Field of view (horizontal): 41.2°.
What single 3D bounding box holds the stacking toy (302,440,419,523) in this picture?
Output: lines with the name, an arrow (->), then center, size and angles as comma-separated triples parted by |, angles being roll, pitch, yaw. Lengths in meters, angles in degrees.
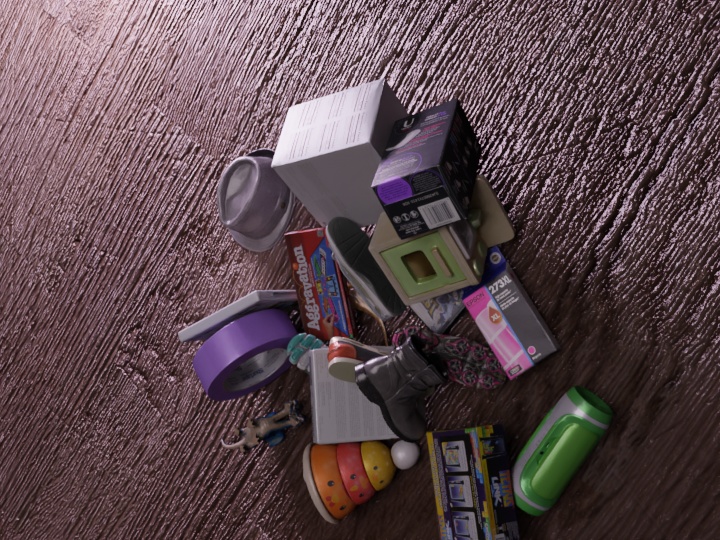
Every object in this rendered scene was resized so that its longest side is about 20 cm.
stacking toy -> 0.010, 0.341, 1.670 | 0.198, 0.146, 0.148 | -24, 73, 12

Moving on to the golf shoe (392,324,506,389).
golf shoe -> 0.152, 0.144, 1.612 | 0.197, 0.092, 0.074 | 21, 84, 10

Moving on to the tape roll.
tape roll -> -0.205, 0.156, 1.761 | 0.200, 0.199, 0.066 | -44, 66, 22

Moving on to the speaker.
speaker -> 0.307, 0.281, 1.492 | 0.088, 0.088, 0.201 | 40, 107, 28

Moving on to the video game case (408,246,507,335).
video game case -> 0.130, -0.016, 1.663 | 0.200, 0.025, 0.181 | 48, 111, 26

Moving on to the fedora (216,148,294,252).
fedora -> -0.217, -0.140, 1.855 | 0.176, 0.090, 0.202 | 34, 104, 30

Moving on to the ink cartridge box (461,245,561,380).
ink cartridge box -> 0.235, 0.069, 1.570 | 0.094, 0.037, 0.202 | -36, 74, 24

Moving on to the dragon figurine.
dragon figurine -> -0.183, 0.305, 1.818 | 0.200, 0.098, 0.060 | -41, 67, 44

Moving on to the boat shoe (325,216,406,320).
boat shoe -> 0.001, 0.000, 1.670 | 0.203, 0.074, 0.065 | 51, 144, -6

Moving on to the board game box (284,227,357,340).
board game box -> -0.072, 0.026, 1.723 | 0.102, 0.019, 0.203 | -6, 101, 30

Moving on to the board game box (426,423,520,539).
board game box -> 0.179, 0.354, 1.542 | 0.165, 0.056, 0.203 | 156, 109, -64

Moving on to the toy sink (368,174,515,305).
toy sink -> 0.134, -0.045, 1.550 | 0.198, 0.113, 0.131 | -19, 121, 28

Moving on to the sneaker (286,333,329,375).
sneaker -> -0.042, 0.184, 1.733 | 0.199, 0.091, 0.078 | 37, 81, 6

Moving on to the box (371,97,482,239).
box -> 0.108, -0.161, 1.502 | 0.121, 0.107, 0.201 | -15, 33, 27

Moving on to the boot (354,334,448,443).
boot -> 0.091, 0.199, 1.567 | 0.130, 0.200, 0.070 | -26, 39, 19

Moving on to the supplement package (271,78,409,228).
supplement package -> -0.009, -0.191, 1.645 | 0.198, 0.191, 0.149 | -10, 50, 31

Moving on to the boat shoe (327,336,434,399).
boat shoe -> 0.036, 0.165, 1.624 | 0.063, 0.197, 0.072 | -91, 25, -47

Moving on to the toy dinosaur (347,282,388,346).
toy dinosaur -> -0.012, 0.049, 1.743 | 0.198, 0.060, 0.108 | 22, 112, 21

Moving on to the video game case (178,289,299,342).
video game case -> -0.210, 0.083, 1.779 | 0.198, 0.181, 0.023 | -28, 76, 27

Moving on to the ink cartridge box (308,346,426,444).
ink cartridge box -> 0.012, 0.213, 1.668 | 0.197, 0.047, 0.163 | -2, 83, -13
